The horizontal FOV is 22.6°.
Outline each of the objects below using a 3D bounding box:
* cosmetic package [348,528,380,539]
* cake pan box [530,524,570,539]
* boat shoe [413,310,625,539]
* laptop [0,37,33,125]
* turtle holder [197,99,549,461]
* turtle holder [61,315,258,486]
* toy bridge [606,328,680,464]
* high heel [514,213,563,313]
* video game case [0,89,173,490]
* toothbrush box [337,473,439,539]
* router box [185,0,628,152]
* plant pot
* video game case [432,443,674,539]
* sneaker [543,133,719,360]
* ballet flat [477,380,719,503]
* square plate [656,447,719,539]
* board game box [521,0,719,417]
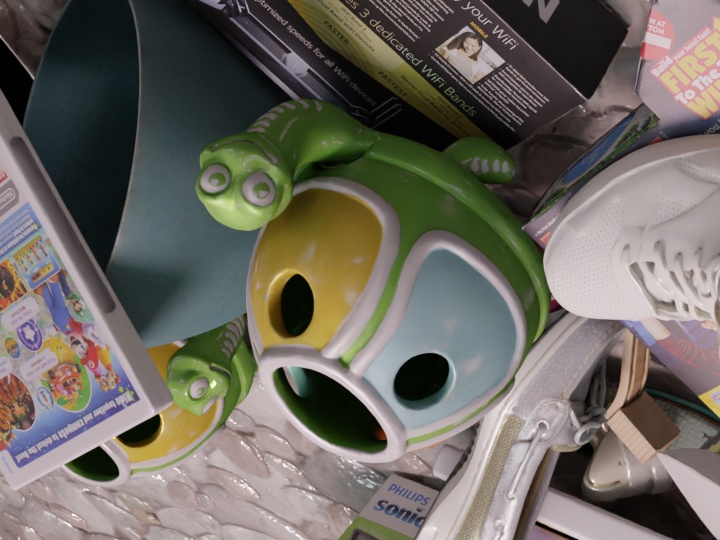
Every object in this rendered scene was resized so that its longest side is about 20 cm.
[{"bbox_3d":[0.065,0.245,1.076,0.199,0.107,0.090,27,174,-16],"label":"cosmetic package"},{"bbox_3d":[0.166,0.212,1.094,0.200,0.053,0.184,33,172,-41],"label":"cake pan box"},{"bbox_3d":[0.093,0.102,0.977,0.065,0.074,0.203,33,106,14],"label":"boat shoe"},{"bbox_3d":[-0.232,-0.013,1.093,0.115,0.188,0.201,23,126,-9],"label":"laptop"},{"bbox_3d":[0.010,0.005,0.863,0.140,0.132,0.186,17,147,24],"label":"turtle holder"},{"bbox_3d":[-0.138,0.077,1.206,0.184,0.132,0.141,11,141,33],"label":"turtle holder"},{"bbox_3d":[0.177,0.024,0.931,0.067,0.027,0.200,49,143,15],"label":"toy bridge"},{"bbox_3d":[0.059,0.012,1.026,0.199,0.068,0.096,6,158,39],"label":"high heel"},{"bbox_3d":[-0.185,0.003,0.909,0.143,0.018,0.201,-29,91,44],"label":"video game case"},{"bbox_3d":[0.027,0.252,1.203,0.145,0.200,0.086,15,146,45],"label":"toothbrush box"},{"bbox_3d":[0.005,-0.135,0.866,0.200,0.052,0.157,41,148,-14],"label":"router box"},{"bbox_3d":[-0.095,-0.048,0.978,0.134,0.202,0.200,9,159,-28],"label":"plant pot"},{"bbox_3d":[0.153,0.163,1.087,0.199,0.023,0.182,21,173,19],"label":"video game case"},{"bbox_3d":[0.143,0.000,0.726,0.199,0.116,0.074,-20,116,39],"label":"sneaker"},{"bbox_3d":[0.123,0.089,1.042,0.199,0.071,0.069,26,145,13],"label":"ballet flat"},{"bbox_3d":[0.260,0.162,0.914,0.197,0.029,0.200,29,169,35],"label":"square plate"},{"bbox_3d":[0.175,-0.049,0.791,0.200,0.062,0.200,44,133,-8],"label":"board game box"}]
